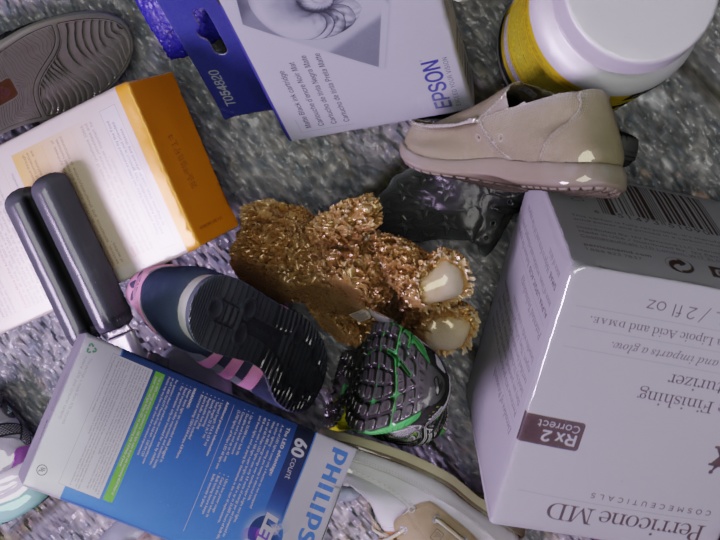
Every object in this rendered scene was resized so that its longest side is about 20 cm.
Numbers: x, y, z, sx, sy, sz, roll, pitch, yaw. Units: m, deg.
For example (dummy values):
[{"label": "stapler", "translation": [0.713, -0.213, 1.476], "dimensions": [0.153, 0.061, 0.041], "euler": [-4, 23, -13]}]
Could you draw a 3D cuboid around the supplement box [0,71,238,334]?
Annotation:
[{"label": "supplement box", "translation": [-0.207, -0.048, 0.895], "dimensions": [0.198, 0.074, 0.127], "euler": [-21, 98, 22]}]

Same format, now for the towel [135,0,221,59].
[{"label": "towel", "translation": [-0.102, -0.246, 0.838], "dimensions": [0.199, 0.049, 0.149], "euler": [-21, 99, 40]}]

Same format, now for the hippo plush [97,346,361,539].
[{"label": "hippo plush", "translation": [-0.138, 0.142, 0.908], "dimensions": [0.198, 0.159, 0.162], "euler": [-21, 89, 25]}]

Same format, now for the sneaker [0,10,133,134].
[{"label": "sneaker", "translation": [-0.275, -0.153, 0.906], "dimensions": [0.199, 0.106, 0.075], "euler": [-28, 129, -18]}]

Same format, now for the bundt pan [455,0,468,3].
[{"label": "bundt pan", "translation": [0.050, -0.289, 0.852], "dimensions": [0.199, 0.076, 0.205], "euler": [1, 101, 4]}]

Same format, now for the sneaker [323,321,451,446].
[{"label": "sneaker", "translation": [0.033, 0.087, 0.878], "dimensions": [0.084, 0.200, 0.079], "euler": [15, 80, -9]}]

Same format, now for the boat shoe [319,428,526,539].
[{"label": "boat shoe", "translation": [0.044, 0.183, 0.915], "dimensions": [0.199, 0.075, 0.069], "euler": [30, 76, -25]}]

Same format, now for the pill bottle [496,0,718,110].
[{"label": "pill bottle", "translation": [0.159, -0.166, 0.798], "dimensions": [0.113, 0.200, 0.116], "euler": [0, 90, -2]}]

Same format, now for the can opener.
[{"label": "can opener", "translation": [-0.193, 0.035, 0.835], "dimensions": [0.053, 0.067, 0.202], "euler": [-21, 98, 26]}]

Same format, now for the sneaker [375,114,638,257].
[{"label": "sneaker", "translation": [0.103, -0.060, 0.906], "dimensions": [0.197, 0.060, 0.106], "euler": [5, 101, 8]}]

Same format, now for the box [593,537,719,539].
[{"label": "box", "translation": [0.253, 0.235, 0.894], "dimensions": [0.200, 0.176, 0.097], "euler": [-42, 97, 11]}]

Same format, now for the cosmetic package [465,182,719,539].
[{"label": "cosmetic package", "translation": [0.180, 0.060, 0.841], "dimensions": [0.163, 0.165, 0.202], "euler": [10, 116, -6]}]

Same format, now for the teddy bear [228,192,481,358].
[{"label": "teddy bear", "translation": [0.000, 0.000, 0.896], "dimensions": [0.198, 0.067, 0.146], "euler": [3, 141, 38]}]

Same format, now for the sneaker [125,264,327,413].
[{"label": "sneaker", "translation": [-0.094, 0.046, 0.897], "dimensions": [0.081, 0.200, 0.071], "euler": [14, 71, 32]}]

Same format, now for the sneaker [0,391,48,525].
[{"label": "sneaker", "translation": [-0.356, 0.163, 0.975], "dimensions": [0.199, 0.078, 0.141], "euler": [-32, 96, 0]}]

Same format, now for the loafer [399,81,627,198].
[{"label": "loafer", "translation": [0.101, -0.088, 0.797], "dimensions": [0.075, 0.199, 0.069], "euler": [9, 93, -37]}]

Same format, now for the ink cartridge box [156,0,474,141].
[{"label": "ink cartridge box", "translation": [-0.035, -0.164, 0.826], "dimensions": [0.198, 0.200, 0.041], "euler": [-8, 59, 13]}]

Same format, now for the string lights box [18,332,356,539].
[{"label": "string lights box", "translation": [-0.113, 0.128, 0.805], "dimensions": [0.198, 0.059, 0.104], "euler": [26, 79, -16]}]
